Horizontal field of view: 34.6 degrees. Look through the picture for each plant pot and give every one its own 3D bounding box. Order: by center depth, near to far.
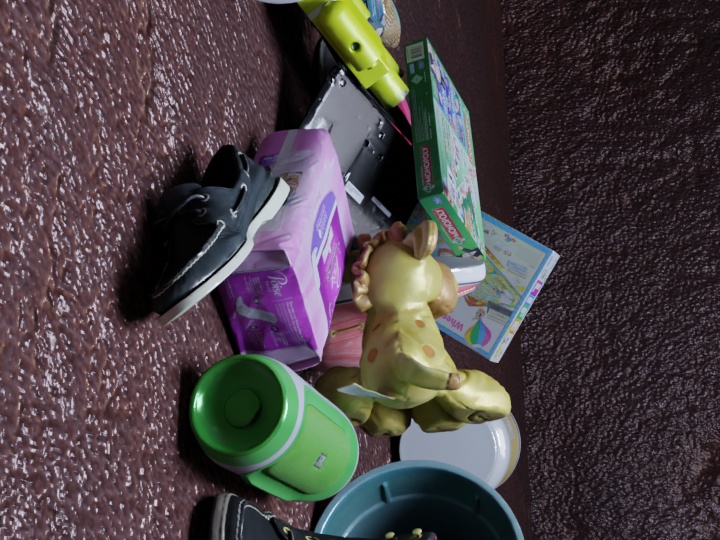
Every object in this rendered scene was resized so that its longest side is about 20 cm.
[{"bbox_3d":[0.061,0.320,1.130,0.196,0.200,0.200,79,12,-53],"label":"plant pot"}]

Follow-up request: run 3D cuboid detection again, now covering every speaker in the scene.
[{"bbox_3d":[-0.061,0.125,0.886,0.200,0.088,0.089,53,35,-66],"label":"speaker"}]

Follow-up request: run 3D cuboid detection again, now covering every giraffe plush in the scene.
[{"bbox_3d":[0.034,0.048,1.027,0.200,0.172,0.162,43,42,-61],"label":"giraffe plush"}]

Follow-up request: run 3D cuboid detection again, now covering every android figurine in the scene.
[{"bbox_3d":[-0.022,-0.255,1.140,0.200,0.041,0.182,52,13,-22],"label":"android figurine"}]

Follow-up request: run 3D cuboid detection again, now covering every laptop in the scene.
[{"bbox_3d":[-0.016,-0.135,1.179,0.177,0.103,0.200,41,69,-39],"label":"laptop"}]

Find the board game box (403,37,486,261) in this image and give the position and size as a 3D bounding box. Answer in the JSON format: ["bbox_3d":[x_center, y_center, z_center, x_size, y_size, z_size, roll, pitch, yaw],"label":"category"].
[{"bbox_3d":[0.088,-0.123,1.202,0.135,0.029,0.200,51,29,-52],"label":"board game box"}]

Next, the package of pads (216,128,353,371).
[{"bbox_3d":[-0.060,-0.021,0.966,0.200,0.076,0.121,-76,156,-54],"label":"package of pads"}]

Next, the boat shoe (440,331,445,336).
[{"bbox_3d":[0.050,0.048,1.362,0.200,0.093,0.075,13,72,-76],"label":"boat shoe"}]

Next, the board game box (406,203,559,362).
[{"bbox_3d":[0.097,-0.008,1.263,0.135,0.200,0.034,-60,157,3],"label":"board game box"}]

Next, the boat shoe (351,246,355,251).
[{"bbox_3d":[0.000,0.000,1.221,0.072,0.061,0.201,55,12,-76],"label":"boat shoe"}]

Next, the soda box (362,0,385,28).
[{"bbox_3d":[-0.020,-0.366,1.275,0.064,0.068,0.200,-5,89,-77],"label":"soda box"}]

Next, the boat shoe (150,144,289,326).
[{"bbox_3d":[-0.108,-0.034,0.799,0.066,0.074,0.199,51,33,-14],"label":"boat shoe"}]

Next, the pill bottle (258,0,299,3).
[{"bbox_3d":[-0.066,-0.338,0.980,0.113,0.113,0.200,62,26,-59],"label":"pill bottle"}]

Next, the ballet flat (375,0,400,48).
[{"bbox_3d":[-0.003,-0.333,1.393,0.065,0.070,0.200,-55,144,-26],"label":"ballet flat"}]

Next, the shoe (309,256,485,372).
[{"bbox_3d":[0.034,0.043,1.145,0.071,0.200,0.091,21,-62,62],"label":"shoe"}]

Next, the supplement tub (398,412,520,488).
[{"bbox_3d":[0.130,0.231,1.520,0.200,0.145,0.146,22,63,-75],"label":"supplement tub"}]

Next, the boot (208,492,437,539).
[{"bbox_3d":[-0.021,0.220,0.870,0.200,0.150,0.073,68,21,-50],"label":"boot"}]

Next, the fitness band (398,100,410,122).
[{"bbox_3d":[0.049,-0.156,1.562,0.200,0.037,0.144,63,26,-55],"label":"fitness band"}]

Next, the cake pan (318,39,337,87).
[{"bbox_3d":[0.001,-0.172,1.317,0.200,0.037,0.201,-13,90,-77],"label":"cake pan"}]
